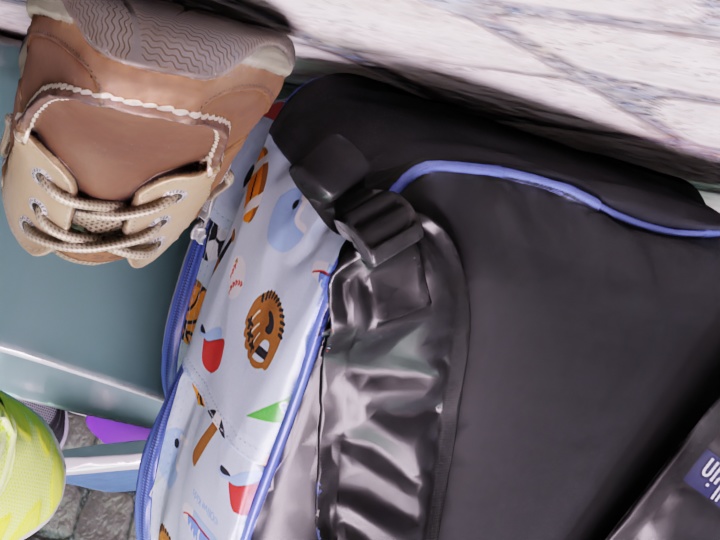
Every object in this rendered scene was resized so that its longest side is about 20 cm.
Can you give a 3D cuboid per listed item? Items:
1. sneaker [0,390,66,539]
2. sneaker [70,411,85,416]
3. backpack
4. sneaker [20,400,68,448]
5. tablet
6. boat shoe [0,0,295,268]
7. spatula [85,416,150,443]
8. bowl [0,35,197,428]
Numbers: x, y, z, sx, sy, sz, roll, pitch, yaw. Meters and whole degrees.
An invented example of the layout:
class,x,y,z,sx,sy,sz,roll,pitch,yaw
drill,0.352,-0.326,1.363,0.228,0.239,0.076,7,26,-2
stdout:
class,x,y,z,sx,sy,sz,roll,pitch,yaw
sneaker,-0.145,0.057,0.784,0.076,0.076,0.200,10,171,28
sneaker,-0.079,0.060,1.174,0.200,0.078,0.112,43,-177,32
backpack,0.020,0.048,0.764,0.199,0.191,0.154,15,-168,-29
sneaker,-0.159,0.002,1.025,0.113,0.075,0.201,-2,124,48
tablet,-0.015,0.069,0.976,0.199,0.014,0.130,-5,172,6
boat shoe,-0.064,-0.035,0.701,0.075,0.072,0.200,13,177,-6
spatula,-0.124,0.018,1.084,0.020,0.201,0.056,-29,175,-34
bowl,-0.123,-0.017,0.872,0.200,0.106,0.201,14,171,2
